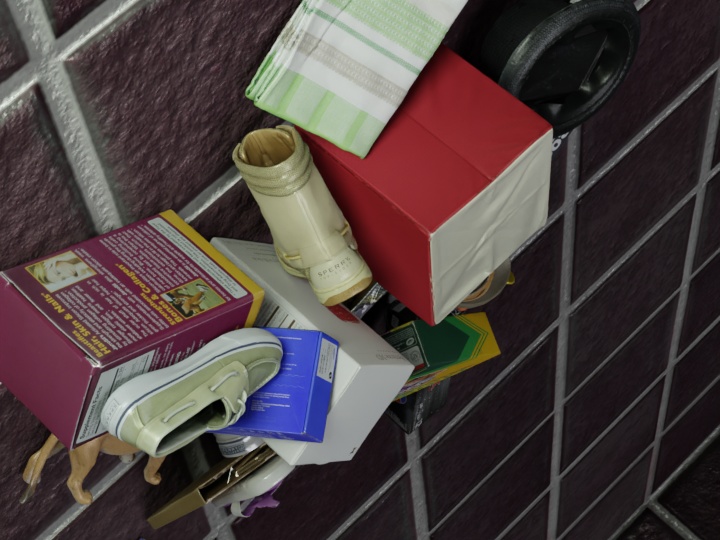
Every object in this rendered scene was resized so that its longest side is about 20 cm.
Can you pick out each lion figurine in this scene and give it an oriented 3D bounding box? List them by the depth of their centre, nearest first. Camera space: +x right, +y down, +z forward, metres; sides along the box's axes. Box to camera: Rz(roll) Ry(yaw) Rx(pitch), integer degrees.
[{"bbox_3d":[-0.230,0.151,1.702,0.200,0.072,0.123,-19,139,-47],"label":"lion figurine"}]

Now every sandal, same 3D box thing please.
[{"bbox_3d":[0.106,-0.001,1.908,0.200,0.054,0.081,15,89,-53],"label":"sandal"},{"bbox_3d":[-0.111,0.237,1.922,0.082,0.050,0.203,-35,180,-15],"label":"sandal"}]

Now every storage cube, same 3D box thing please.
[{"bbox_3d":[0.063,-0.090,1.727,0.171,0.180,0.200,-41,154,-19],"label":"storage cube"}]

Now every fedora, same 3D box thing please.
[{"bbox_3d":[0.194,-0.226,1.860,0.200,0.092,0.201,-31,147,-23],"label":"fedora"}]

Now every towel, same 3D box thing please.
[{"bbox_3d":[0.008,-0.204,1.566,0.149,0.031,0.200,24,103,-38],"label":"towel"}]

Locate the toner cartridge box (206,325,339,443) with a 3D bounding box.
[{"bbox_3d":[-0.123,0.098,1.624,0.043,0.200,0.095,37,60,-61],"label":"toner cartridge box"}]

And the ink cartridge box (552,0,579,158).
[{"bbox_3d":[0.232,-0.204,2.029,0.198,0.043,0.200,-55,157,10],"label":"ink cartridge box"}]

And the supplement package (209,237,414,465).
[{"bbox_3d":[-0.073,0.076,1.705,0.120,0.200,0.121,-55,157,13],"label":"supplement package"}]

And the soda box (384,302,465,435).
[{"bbox_3d":[0.071,0.107,2.179,0.071,0.063,0.200,-36,154,-30],"label":"soda box"}]

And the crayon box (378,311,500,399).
[{"bbox_3d":[0.029,0.112,2.005,0.200,0.058,0.172,-26,168,29],"label":"crayon box"}]

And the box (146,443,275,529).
[{"bbox_3d":[-0.135,0.210,1.908,0.163,0.021,0.200,-35,180,-26],"label":"box"}]

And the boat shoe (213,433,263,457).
[{"bbox_3d":[-0.102,0.116,1.874,0.200,0.071,0.070,-47,118,-54],"label":"boat shoe"}]

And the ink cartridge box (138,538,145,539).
[{"bbox_3d":[-0.263,0.388,1.995,0.200,0.076,0.137,-41,155,-23],"label":"ink cartridge box"}]

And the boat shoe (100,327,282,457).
[{"bbox_3d":[-0.129,0.107,1.500,0.200,0.062,0.072,-25,148,-46],"label":"boat shoe"}]

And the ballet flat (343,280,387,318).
[{"bbox_3d":[0.000,0.000,1.895,0.200,0.072,0.072,-50,157,-3],"label":"ballet flat"}]

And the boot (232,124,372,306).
[{"bbox_3d":[-0.064,-0.065,1.649,0.073,0.200,0.156,-30,113,-3],"label":"boot"}]

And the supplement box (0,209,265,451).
[{"bbox_3d":[-0.200,0.047,1.523,0.200,0.131,0.103,-23,145,-45],"label":"supplement box"}]

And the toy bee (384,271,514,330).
[{"bbox_3d":[0.113,0.000,2.013,0.131,0.109,0.201,6,108,-16],"label":"toy bee"}]
